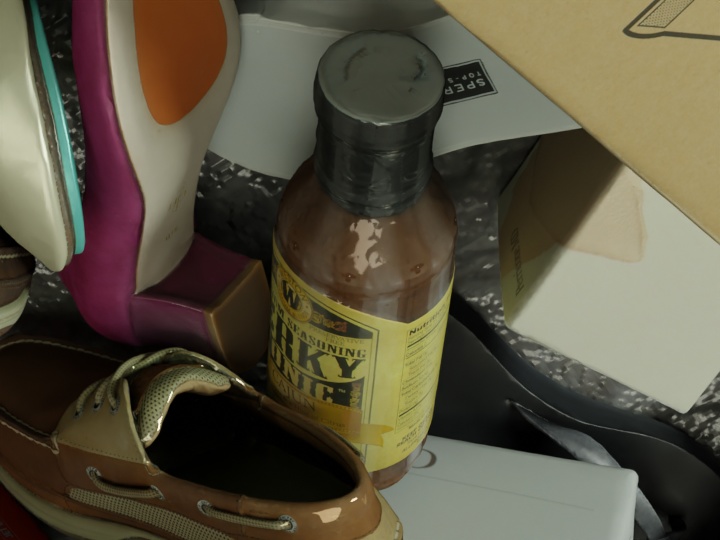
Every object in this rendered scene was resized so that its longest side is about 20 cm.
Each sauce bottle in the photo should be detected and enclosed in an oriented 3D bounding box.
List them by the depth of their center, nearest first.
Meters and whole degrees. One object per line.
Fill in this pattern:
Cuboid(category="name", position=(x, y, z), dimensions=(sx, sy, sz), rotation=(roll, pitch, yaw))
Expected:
Cuboid(category="sauce bottle", position=(0.000, 0.000, 0.741), dimensions=(0.064, 0.065, 0.200), rotation=(3, 141, -1))

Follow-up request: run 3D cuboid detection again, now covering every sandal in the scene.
Cuboid(category="sandal", position=(0.071, 0.078, 0.862), dimensions=(0.200, 0.043, 0.076), rotation=(32, 118, -18))

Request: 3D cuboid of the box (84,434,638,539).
Cuboid(category="box", position=(-0.005, 0.185, 0.832), dimensions=(0.198, 0.171, 0.201), rotation=(8, 123, 14))

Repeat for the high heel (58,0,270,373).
Cuboid(category="high heel", position=(-0.088, -0.053, 0.754), dimensions=(0.096, 0.067, 0.200), rotation=(20, 144, 31))

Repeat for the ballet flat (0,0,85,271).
Cuboid(category="ballet flat", position=(-0.133, -0.097, 0.707), dimensions=(0.069, 0.069, 0.201), rotation=(-6, 93, 5))

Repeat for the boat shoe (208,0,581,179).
Cuboid(category="boat shoe", position=(0.021, -0.078, 0.745), dimensions=(0.199, 0.064, 0.071), rotation=(-3, 127, 31))

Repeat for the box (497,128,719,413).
Cuboid(category="box", position=(0.130, -0.059, 0.744), dimensions=(0.078, 0.095, 0.200), rotation=(26, 118, -14))

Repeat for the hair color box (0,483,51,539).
Cuboid(category="hair color box", position=(-0.216, 0.151, 0.828), dimensions=(0.061, 0.200, 0.102), rotation=(43, 122, 23))

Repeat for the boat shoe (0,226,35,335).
Cuboid(category="boat shoe", position=(-0.160, -0.019, 0.731), dimensions=(0.075, 0.202, 0.075), rotation=(27, 99, 15))

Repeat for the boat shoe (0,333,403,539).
Cuboid(category="boat shoe", position=(-0.063, 0.061, 0.771), dimensions=(0.200, 0.076, 0.074), rotation=(23, 135, 32))

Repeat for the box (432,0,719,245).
Cuboid(category="box", position=(0.111, -0.101, 0.574), dimensions=(0.163, 0.021, 0.200), rotation=(-44, 135, 13))
